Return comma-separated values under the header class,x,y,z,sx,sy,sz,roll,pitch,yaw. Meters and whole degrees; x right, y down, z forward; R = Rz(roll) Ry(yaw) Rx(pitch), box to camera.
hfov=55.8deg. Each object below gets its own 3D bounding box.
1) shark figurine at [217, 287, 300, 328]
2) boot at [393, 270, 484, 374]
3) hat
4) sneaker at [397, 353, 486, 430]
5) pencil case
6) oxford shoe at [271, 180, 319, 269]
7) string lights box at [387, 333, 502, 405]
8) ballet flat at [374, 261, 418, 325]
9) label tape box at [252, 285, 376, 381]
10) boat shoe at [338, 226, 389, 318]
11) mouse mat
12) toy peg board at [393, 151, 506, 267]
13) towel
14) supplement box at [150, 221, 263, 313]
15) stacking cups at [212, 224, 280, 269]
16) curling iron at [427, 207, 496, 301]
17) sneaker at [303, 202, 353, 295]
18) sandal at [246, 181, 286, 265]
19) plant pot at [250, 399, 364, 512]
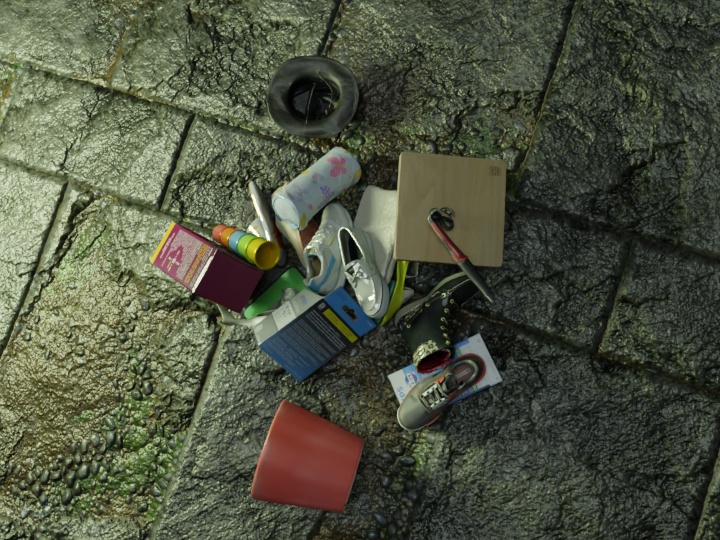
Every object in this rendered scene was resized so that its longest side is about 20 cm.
class,x,y,z,sx,sy,sz,roll,pitch,yaw
shark figurine,-0.192,0.077,1.437,0.214,0.128,0.090,-18,52,26
boot,0.169,0.100,1.314,0.203,0.073,0.154,-32,37,11
hat,-0.099,-0.368,1.479,0.200,0.081,0.201,0,87,5
sneaker,0.145,0.223,1.271,0.200,0.082,0.077,-42,76,3
pencil case,-0.088,-0.170,1.404,0.200,0.083,0.091,-44,97,-26
oxford shoe,-0.136,-0.088,1.459,0.074,0.071,0.200,-23,78,36
string lights box,0.167,0.212,1.342,0.200,0.059,0.103,-26,77,7
ballet flat,0.081,0.019,1.392,0.067,0.067,0.200,13,82,-16
label tape box,-0.091,0.113,1.360,0.200,0.144,0.063,-36,39,5
boat shoe,0.000,0.000,1.332,0.072,0.066,0.200,-30,58,34
mouse mat,-0.139,0.110,1.449,0.161,0.008,0.200,-43,77,3
toy peg board,0.162,-0.108,1.288,0.199,0.098,0.200,4,85,-5
towel,0.035,-0.071,1.393,0.132,0.034,0.200,19,90,44
supplement box,-0.318,-0.008,1.403,0.200,0.131,0.103,26,86,45
stacking cups,-0.240,-0.056,1.411,0.200,0.060,0.061,24,86,50
curling iron,0.185,-0.030,1.220,0.050,0.026,0.200,-32,88,-4
sneaker,-0.069,-0.050,1.406,0.076,0.081,0.200,-13,66,45
sandal,-0.216,-0.093,1.465,0.059,0.079,0.207,-25,69,8
plant pot,-0.096,0.370,1.313,0.177,0.200,0.201,17,85,3
